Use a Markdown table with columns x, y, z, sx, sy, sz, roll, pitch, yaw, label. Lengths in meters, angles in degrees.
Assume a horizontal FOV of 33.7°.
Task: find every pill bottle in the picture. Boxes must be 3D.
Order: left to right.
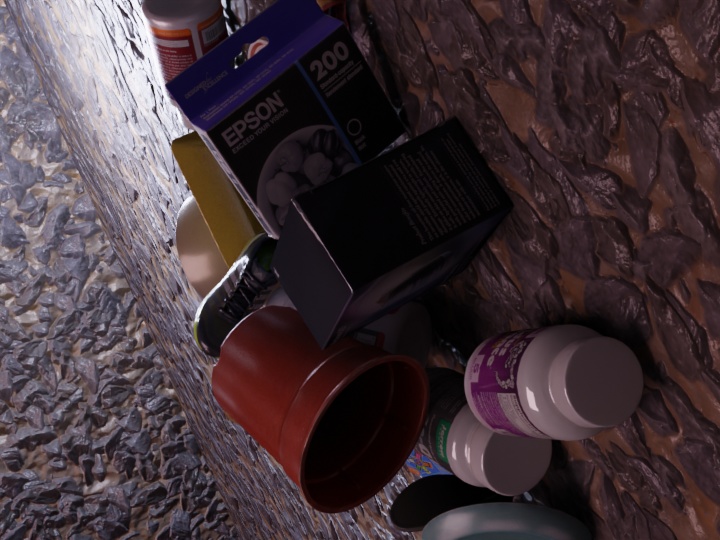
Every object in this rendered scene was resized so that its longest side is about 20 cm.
| x | y | z | sx | sy | sz | roll | pitch | yaw | label |
| --- | --- | --- | --- | --- | --- | --- | --- | --- | --- |
| -0.240 | -0.304 | 1.705 | 0.113 | 0.113 | 0.200 | 46 | 154 | 40 | pill bottle |
| -0.021 | 0.081 | 1.530 | 0.200 | 0.120 | 0.120 | 12 | 134 | 27 | pill bottle |
| 0.133 | 0.190 | 1.411 | 0.200 | 0.113 | 0.113 | 20 | 134 | 63 | pill bottle |
| 0.188 | 0.109 | 1.163 | 0.112 | 0.112 | 0.200 | 64 | 160 | -3 | pill bottle |

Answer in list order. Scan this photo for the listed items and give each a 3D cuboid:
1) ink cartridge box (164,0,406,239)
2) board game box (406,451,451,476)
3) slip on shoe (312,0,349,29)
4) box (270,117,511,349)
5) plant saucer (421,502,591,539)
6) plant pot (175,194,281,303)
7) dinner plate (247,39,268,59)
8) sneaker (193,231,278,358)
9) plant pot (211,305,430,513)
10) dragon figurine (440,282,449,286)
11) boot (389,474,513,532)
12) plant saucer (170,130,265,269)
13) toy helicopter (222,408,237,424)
| x | y | z | sx | sy | sz | roll | pitch | yaw | label |
| --- | --- | --- | --- | --- | --- | --- | --- | --- | --- |
| -0.073 | -0.171 | 1.263 | 0.200 | 0.198 | 0.043 | 56 | 162 | -24 | ink cartridge box |
| 0.100 | 0.261 | 1.731 | 0.103 | 0.019 | 0.200 | 67 | 160 | -9 | board game box |
| -0.047 | -0.248 | 1.360 | 0.061 | 0.074 | 0.200 | 47 | 151 | 30 | slip on shoe |
| 0.026 | -0.033 | 1.260 | 0.123 | 0.198 | 0.200 | 58 | 161 | 12 | box |
| 0.172 | 0.328 | 1.398 | 0.200 | 0.200 | 0.027 | 92 | -178 | -54 | plant saucer |
| -0.156 | -0.047 | 1.766 | 0.134 | 0.200 | 0.200 | -20 | 99 | 37 | plant pot |
| -0.092 | -0.216 | 1.582 | 0.200 | 0.024 | 0.200 | 51 | 157 | 32 | dinner plate |
| -0.150 | 0.022 | 1.533 | 0.074 | 0.200 | 0.081 | 31 | 156 | -9 | sneaker |
| -0.058 | 0.145 | 1.384 | 0.195 | 0.201 | 0.201 | 31 | 145 | 37 | plant pot |
| 0.000 | 0.000 | 1.402 | 0.200 | 0.099 | 0.059 | 33 | 145 | -11 | dragon figurine |
| 0.129 | 0.325 | 1.490 | 0.069 | 0.200 | 0.174 | 49 | 150 | 45 | boot |
| -0.148 | -0.122 | 1.658 | 0.048 | 0.200 | 0.200 | -20 | 99 | 37 | plant saucer |
| -0.128 | 0.169 | 1.597 | 0.200 | 0.079 | 0.132 | -18 | 108 | 47 | toy helicopter |
